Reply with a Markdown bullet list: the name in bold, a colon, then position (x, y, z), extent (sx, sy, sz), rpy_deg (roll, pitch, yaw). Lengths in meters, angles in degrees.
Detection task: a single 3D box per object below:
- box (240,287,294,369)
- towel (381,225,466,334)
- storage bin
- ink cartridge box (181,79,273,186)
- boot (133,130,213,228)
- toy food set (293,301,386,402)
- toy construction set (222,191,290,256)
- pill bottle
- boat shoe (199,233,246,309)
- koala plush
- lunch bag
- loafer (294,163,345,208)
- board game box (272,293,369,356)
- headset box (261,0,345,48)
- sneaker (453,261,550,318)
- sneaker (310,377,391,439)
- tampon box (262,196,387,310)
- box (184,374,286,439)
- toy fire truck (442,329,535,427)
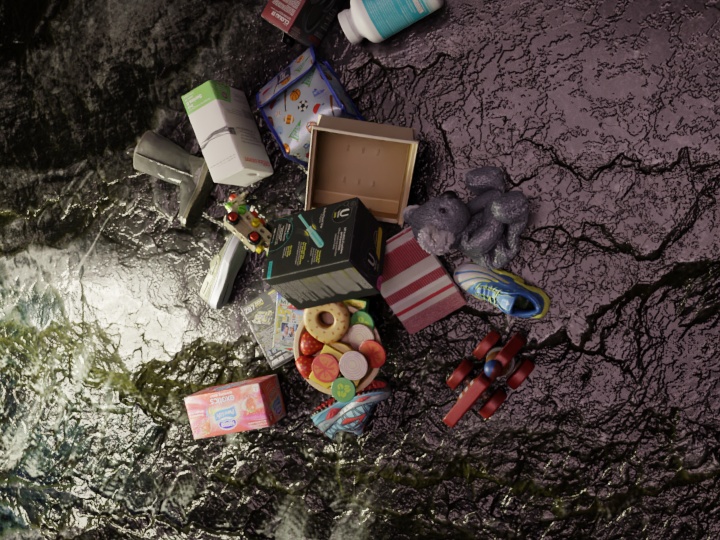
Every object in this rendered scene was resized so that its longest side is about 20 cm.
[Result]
- **box**: position (-0.148, 0.103, 1.473), extent (0.200, 0.049, 0.162), rpy_deg (-32, 86, 18)
- **towel**: position (0.106, 0.020, 1.360), extent (0.144, 0.023, 0.200), rpy_deg (-31, 102, 20)
- **storage bin**: position (-0.001, -0.192, 1.320), extent (0.199, 0.094, 0.199), rpy_deg (8, 122, -2)
- **ink cartridge box**: position (-0.283, -0.291, 1.442), extent (0.084, 0.145, 0.201), rpy_deg (-22, 86, 19)
- **boot**: position (-0.444, -0.213, 1.543), extent (0.199, 0.073, 0.183), rpy_deg (21, 87, 10)
- **toy food set**: position (-0.046, 0.162, 1.368), extent (0.197, 0.049, 0.201), rpy_deg (28, 101, 12)
- **toy construction set**: position (-0.222, -0.105, 1.450), extent (0.200, 0.131, 0.092), rpy_deg (34, 145, 14)
- **pill bottle**: position (0.057, -0.530, 1.326), extent (0.199, 0.111, 0.111), rpy_deg (-25, 86, 18)
- **boat shoe**: position (-0.314, -0.007, 1.512), extent (0.062, 0.072, 0.201), rpy_deg (27, 105, 13)
- **koala plush**: position (0.185, -0.084, 1.255), extent (0.199, 0.178, 0.185), rpy_deg (-4, 121, -13)
- **lunch bag**: position (-0.118, -0.350, 1.397), extent (0.170, 0.124, 0.201), rpy_deg (-34, 69, 18)
- **loafer**: position (-0.054, -0.202, 1.413), extent (0.200, 0.068, 0.070), rpy_deg (-41, 88, 22)
- **board game box**: position (-0.085, 0.114, 1.415), extent (0.199, 0.029, 0.135), rpy_deg (8, 98, 16)
- **headset box**: position (-0.105, -0.553, 1.361), extent (0.077, 0.149, 0.200), rpy_deg (36, 103, 14)
- **sneaker**: position (0.271, 0.036, 1.293), extent (0.199, 0.105, 0.076), rpy_deg (20, 100, 16)
- **sneaker**: position (-0.007, 0.301, 1.435), extent (0.200, 0.079, 0.096), rpy_deg (-29, 97, 25)
- **tampon box**: position (-0.066, -0.029, 1.306), extent (0.199, 0.126, 0.150), rpy_deg (-12, 53, 28)
- **box**: position (-0.283, 0.310, 1.509), extent (0.199, 0.095, 0.103), rpy_deg (-13, 90, 19)
- **toy fire truck**: position (0.244, 0.209, 1.281), extent (0.112, 0.168, 0.200), rpy_deg (41, 105, 12)
